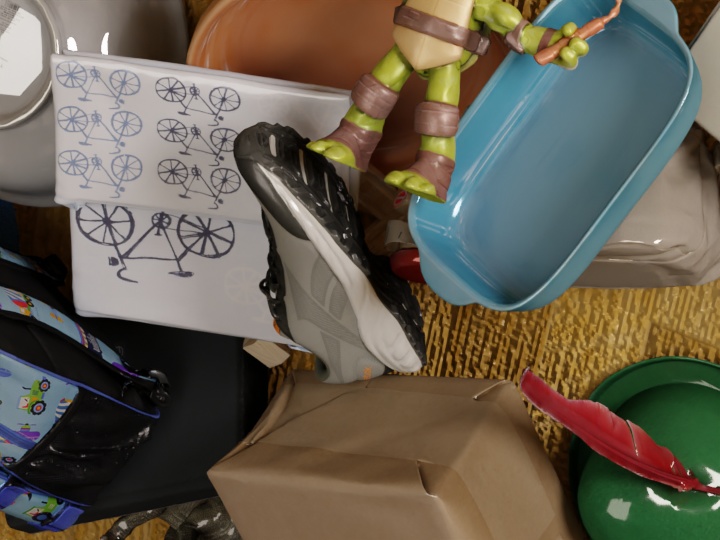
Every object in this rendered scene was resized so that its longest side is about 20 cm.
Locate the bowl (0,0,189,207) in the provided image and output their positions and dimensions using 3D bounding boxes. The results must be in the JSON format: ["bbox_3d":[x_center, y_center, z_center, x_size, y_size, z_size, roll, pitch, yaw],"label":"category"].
[{"bbox_3d":[-0.215,-0.137,1.575,0.200,0.090,0.203,2,95,16],"label":"bowl"}]

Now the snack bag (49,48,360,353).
[{"bbox_3d":[-0.094,-0.035,1.501,0.187,0.021,0.201,9,127,6],"label":"snack bag"}]

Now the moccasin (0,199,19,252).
[{"bbox_3d":[-0.281,0.016,1.703,0.068,0.080,0.201,42,129,45],"label":"moccasin"}]

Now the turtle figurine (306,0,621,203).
[{"bbox_3d":[0.030,-0.129,1.365,0.199,0.064,0.162,23,93,8],"label":"turtle figurine"}]

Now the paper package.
[{"bbox_3d":[0.034,0.170,1.524,0.190,0.104,0.201,1,128,39],"label":"paper package"}]

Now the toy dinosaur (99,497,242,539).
[{"bbox_3d":[-0.109,0.154,1.662,0.199,0.103,0.077,4,144,44],"label":"toy dinosaur"}]

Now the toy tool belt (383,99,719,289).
[{"bbox_3d":[0.116,-0.056,1.449,0.199,0.125,0.124,-1,73,22],"label":"toy tool belt"}]

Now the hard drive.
[{"bbox_3d":[-0.148,0.088,1.643,0.199,0.033,0.141,-14,66,32],"label":"hard drive"}]

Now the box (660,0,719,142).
[{"bbox_3d":[0.272,-0.074,1.358,0.200,0.095,0.078,41,123,12],"label":"box"}]

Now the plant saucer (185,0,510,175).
[{"bbox_3d":[-0.003,-0.120,1.474,0.199,0.038,0.201,2,140,1],"label":"plant saucer"}]

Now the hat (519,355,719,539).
[{"bbox_3d":[0.158,0.149,1.448,0.200,0.176,0.166,43,122,9],"label":"hat"}]

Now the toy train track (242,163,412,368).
[{"bbox_3d":[0.000,0.000,1.534,0.115,0.033,0.200,37,120,-21],"label":"toy train track"}]

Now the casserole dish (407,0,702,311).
[{"bbox_3d":[0.109,-0.063,1.353,0.200,0.039,0.121,-54,49,8],"label":"casserole dish"}]

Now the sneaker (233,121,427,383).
[{"bbox_3d":[-0.029,-0.001,1.449,0.079,0.074,0.201,-21,130,12],"label":"sneaker"}]

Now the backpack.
[{"bbox_3d":[-0.246,0.058,1.575,0.135,0.200,0.183,-53,51,8],"label":"backpack"}]
